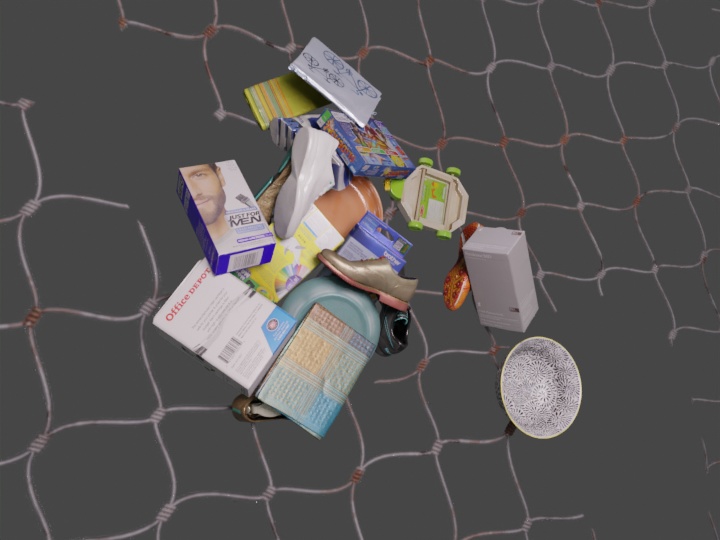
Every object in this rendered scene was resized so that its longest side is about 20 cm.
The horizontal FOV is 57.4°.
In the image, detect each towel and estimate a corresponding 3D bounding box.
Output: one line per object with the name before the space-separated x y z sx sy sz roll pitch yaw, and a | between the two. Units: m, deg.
towel | -0.076 0.177 1.163 0.146 0.022 0.201 37 67 -13
towel | -0.133 -0.353 1.323 0.199 0.018 0.087 -28 96 -25

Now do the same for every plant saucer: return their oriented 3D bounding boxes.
plant saucer | -0.052 -0.114 1.299 0.198 0.037 0.202 5 78 -21
plant saucer | -0.057 0.112 1.220 0.198 0.036 0.202 -1 97 -10

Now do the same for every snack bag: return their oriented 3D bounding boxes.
snack bag | -0.044 -0.368 1.295 0.188 0.021 0.201 38 33 -14

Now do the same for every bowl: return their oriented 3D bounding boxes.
bowl | 0.350 0.242 1.366 0.199 0.094 0.203 4 79 -22

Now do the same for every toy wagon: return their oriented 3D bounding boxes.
toy wagon | 0.134 -0.156 1.382 0.198 0.040 0.157 16 74 -18

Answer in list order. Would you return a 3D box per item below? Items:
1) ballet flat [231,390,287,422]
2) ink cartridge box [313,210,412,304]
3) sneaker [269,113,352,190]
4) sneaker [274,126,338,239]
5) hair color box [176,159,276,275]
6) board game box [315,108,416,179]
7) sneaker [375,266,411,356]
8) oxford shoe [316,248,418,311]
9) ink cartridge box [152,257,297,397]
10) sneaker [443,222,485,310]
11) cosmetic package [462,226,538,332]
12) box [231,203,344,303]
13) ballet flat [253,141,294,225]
ballet flat | -0.130 0.239 1.179 0.198 0.072 0.069 -1 92 -23
ink cartridge box | 0.000 0.000 1.253 0.119 0.042 0.201 36 94 -13
sneaker | -0.071 -0.250 1.268 0.115 0.081 0.199 -31 60 -34
sneaker | -0.089 -0.147 1.166 0.088 0.075 0.202 9 106 -39
hair color box | -0.239 -0.097 1.158 0.109 0.065 0.201 -15 59 -30
board game box | 0.015 -0.241 1.268 0.199 0.034 0.136 -8 60 -57
sneaker | 0.072 0.067 1.290 0.075 0.079 0.202 9 76 -30
oxford shoe | 0.014 0.000 1.201 0.199 0.070 0.075 28 97 -20
ink cartridge box | -0.231 0.098 1.134 0.199 0.084 0.146 34 68 5
sneaker | 0.233 -0.003 1.379 0.077 0.073 0.201 32 72 -24
cosmetic package | 0.284 0.017 1.324 0.090 0.106 0.201 -49 130 -35
box | -0.140 -0.031 1.218 0.200 0.048 0.118 -42 96 -7
ballet flat | -0.137 -0.165 1.219 0.065 0.071 0.200 35 110 -16
